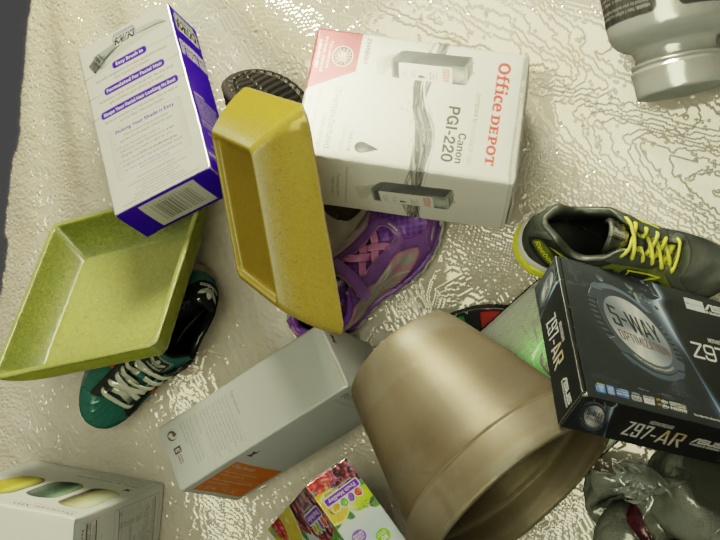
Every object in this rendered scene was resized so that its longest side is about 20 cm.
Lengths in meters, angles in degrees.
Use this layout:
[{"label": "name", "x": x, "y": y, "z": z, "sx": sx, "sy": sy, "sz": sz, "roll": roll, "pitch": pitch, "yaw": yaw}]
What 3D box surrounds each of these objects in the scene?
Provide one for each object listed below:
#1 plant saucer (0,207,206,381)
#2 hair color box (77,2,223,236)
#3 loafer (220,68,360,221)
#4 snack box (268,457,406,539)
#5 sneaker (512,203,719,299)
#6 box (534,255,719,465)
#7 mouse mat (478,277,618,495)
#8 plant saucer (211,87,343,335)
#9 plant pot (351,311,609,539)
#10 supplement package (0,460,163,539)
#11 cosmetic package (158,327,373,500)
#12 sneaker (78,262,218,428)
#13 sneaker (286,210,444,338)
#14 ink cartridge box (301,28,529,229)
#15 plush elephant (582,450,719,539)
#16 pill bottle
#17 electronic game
[{"label": "plant saucer", "x": -0.239, "y": 0.023, "z": 1.429, "sx": 0.200, "sy": 0.048, "sz": 0.200, "roll": -13, "pitch": 45, "yaw": 29}, {"label": "hair color box", "x": -0.197, "y": -0.146, "z": 1.425, "sx": 0.109, "sy": 0.065, "sz": 0.200, "roll": -25, "pitch": 63, "yaw": 15}, {"label": "loafer", "x": -0.066, "y": -0.116, "z": 1.415, "sx": 0.200, "sy": 0.073, "sz": 0.071, "roll": 46, "pitch": 141, "yaw": 23}, {"label": "snack box", "x": -0.010, "y": 0.262, "z": 1.350, "sx": 0.053, "sy": 0.200, "sz": 0.142, "roll": -35, "pitch": 80, "yaw": -22}, {"label": "sneaker", "x": 0.237, "y": -0.012, "z": 1.303, "sx": 0.199, "sy": 0.085, "sz": 0.075, "roll": 7, "pitch": 75, "yaw": -2}, {"label": "box", "x": 0.253, "y": 0.080, "z": 1.246, "sx": 0.200, "sy": 0.160, "sz": 0.044, "roll": 15, "pitch": 131, "yaw": -16}, {"label": "mouse mat", "x": 0.194, "y": 0.086, "z": 1.349, "sx": 0.200, "sy": 0.008, "sz": 0.161, "roll": -42, "pitch": 81, "yaw": 4}, {"label": "plant saucer", "x": -0.081, "y": -0.052, "z": 1.301, "sx": 0.048, "sy": 0.200, "sz": 0.200, "roll": -14, "pitch": 106, "yaw": -16}, {"label": "plant pot", "x": 0.087, "y": 0.137, "z": 1.282, "sx": 0.200, "sy": 0.200, "sz": 0.174, "roll": -48, "pitch": 64, "yaw": 12}, {"label": "supplement package", "x": -0.304, "y": 0.282, "z": 1.428, "sx": 0.151, "sy": 0.200, "sz": 0.151, "roll": 7, "pitch": 93, "yaw": 15}, {"label": "cosmetic package", "x": -0.080, "y": 0.138, "z": 1.400, "sx": 0.200, "sy": 0.101, "sz": 0.071, "roll": -34, "pitch": 63, "yaw": 18}, {"label": "sneaker", "x": -0.211, "y": 0.083, "z": 1.449, "sx": 0.071, "sy": 0.080, "sz": 0.200, "roll": 33, "pitch": 101, "yaw": -21}, {"label": "sneaker", "x": 0.000, "y": 0.000, "z": 1.393, "sx": 0.080, "sy": 0.088, "sz": 0.200, "roll": 44, "pitch": 101, "yaw": 13}, {"label": "ink cartridge box", "x": 0.047, "y": -0.128, "z": 1.331, "sx": 0.199, "sy": 0.085, "sz": 0.146, "roll": 9, "pitch": 62, "yaw": 2}, {"label": "plush elephant", "x": 0.275, "y": 0.226, "z": 1.293, "sx": 0.200, "sy": 0.155, "sz": 0.165, "roll": 12, "pitch": 53, "yaw": -20}, {"label": "pill bottle", "x": 0.264, "y": -0.255, "z": 1.298, "sx": 0.110, "sy": 0.111, "sz": 0.201, "roll": -11, "pitch": 88, "yaw": 16}, {"label": "electronic game", "x": 0.124, "y": 0.132, "z": 1.383, "sx": 0.199, "sy": 0.042, "sz": 0.201, "roll": 0, "pitch": 91, "yaw": 17}]
